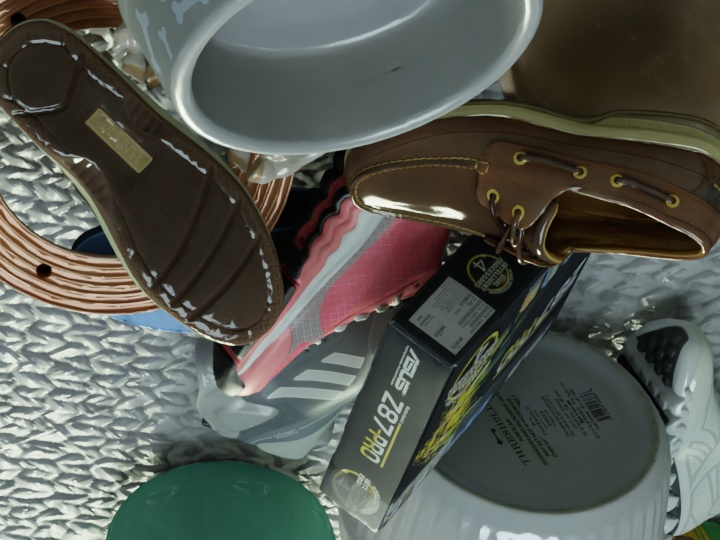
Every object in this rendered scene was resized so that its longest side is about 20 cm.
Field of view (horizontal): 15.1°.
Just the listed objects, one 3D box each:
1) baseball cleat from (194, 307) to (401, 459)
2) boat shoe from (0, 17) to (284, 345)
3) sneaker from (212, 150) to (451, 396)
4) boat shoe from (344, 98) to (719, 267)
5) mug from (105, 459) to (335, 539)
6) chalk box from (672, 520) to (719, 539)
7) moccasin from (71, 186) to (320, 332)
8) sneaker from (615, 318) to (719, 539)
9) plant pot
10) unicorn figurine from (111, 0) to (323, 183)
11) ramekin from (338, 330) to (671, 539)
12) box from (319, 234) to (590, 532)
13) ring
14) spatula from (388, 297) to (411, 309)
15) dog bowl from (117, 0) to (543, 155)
[{"bbox_3d":[-0.038,0.049,1.603,0.106,0.070,0.200,13,137,-19],"label":"baseball cleat"},{"bbox_3d":[-0.112,-0.051,1.398,0.075,0.075,0.203,-37,104,-1],"label":"boat shoe"},{"bbox_3d":[0.000,0.000,1.458,0.087,0.074,0.200,34,103,-23],"label":"sneaker"},{"bbox_3d":[0.087,-0.040,1.359,0.199,0.068,0.072,2,148,11],"label":"boat shoe"},{"bbox_3d":[-0.105,0.193,1.740,0.184,0.115,0.152,1,141,-4],"label":"mug"},{"bbox_3d":[0.176,0.271,1.789,0.124,0.200,0.124,11,139,-18],"label":"chalk box"},{"bbox_3d":[-0.064,-0.008,1.521,0.199,0.068,0.081,-1,113,-9],"label":"moccasin"},{"bbox_3d":[0.202,0.096,1.690,0.081,0.075,0.200,-16,142,-14],"label":"sneaker"},{"bbox_3d":[0.163,-0.143,1.362,0.200,0.093,0.201,-3,140,-2],"label":"plant pot"},{"bbox_3d":[-0.033,-0.116,1.377,0.200,0.074,0.137,41,91,-28],"label":"unicorn figurine"},{"bbox_3d":[0.090,0.122,1.611,0.199,0.200,0.105,3,131,-8],"label":"ramekin"},{"bbox_3d":[0.064,0.030,1.495,0.049,0.200,0.161,36,140,9],"label":"box"},{"bbox_3d":[-0.134,-0.069,1.438,0.200,0.019,0.201,-1,115,-3],"label":"ring"},{"bbox_3d":[-0.064,0.022,1.558,0.199,0.021,0.056,-6,172,22],"label":"spatula"},{"bbox_3d":[-0.007,-0.122,1.236,0.199,0.059,0.200,-14,155,-6],"label":"dog bowl"}]
